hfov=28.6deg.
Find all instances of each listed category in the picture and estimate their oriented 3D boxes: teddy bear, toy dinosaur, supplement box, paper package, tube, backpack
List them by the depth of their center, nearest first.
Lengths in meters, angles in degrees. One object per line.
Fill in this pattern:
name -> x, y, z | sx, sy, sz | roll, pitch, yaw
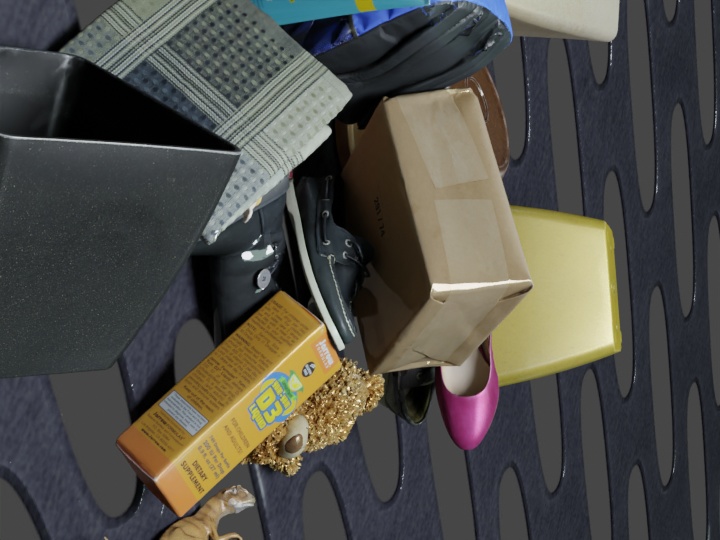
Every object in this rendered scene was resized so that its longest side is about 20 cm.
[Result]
tube -> -0.028, -0.239, 1.174 | 0.050, 0.198, 0.079 | 13, 74, -59
supplement box -> -0.111, 0.113, 1.220 | 0.200, 0.069, 0.067 | -44, 141, -18
toy dinosaur -> -0.164, 0.254, 1.257 | 0.199, 0.060, 0.107 | -25, 94, -58
backpack -> 0.025, -0.243, 1.264 | 0.162, 0.198, 0.170 | 11, 65, -59
paper package -> 0.058, -0.031, 1.305 | 0.102, 0.191, 0.202 | -5, 65, -21
teddy bear -> -0.045, 0.143, 1.351 | 0.144, 0.067, 0.200 | -36, 161, 8

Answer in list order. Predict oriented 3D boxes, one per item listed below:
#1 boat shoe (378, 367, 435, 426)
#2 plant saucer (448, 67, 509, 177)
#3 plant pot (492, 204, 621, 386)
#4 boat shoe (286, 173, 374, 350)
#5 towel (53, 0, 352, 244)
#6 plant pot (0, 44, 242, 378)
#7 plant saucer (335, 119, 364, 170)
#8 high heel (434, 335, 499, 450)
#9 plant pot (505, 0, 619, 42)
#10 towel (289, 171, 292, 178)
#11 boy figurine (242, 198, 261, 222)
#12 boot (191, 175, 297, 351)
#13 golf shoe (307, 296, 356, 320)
boat shoe -> 0.060, 0.090, 1.469 | 0.073, 0.065, 0.201 | -37, 154, -25
plant saucer -> 0.109, -0.173, 1.469 | 0.200, 0.034, 0.202 | 48, 32, -43
plant pot -> 0.190, 0.026, 1.535 | 0.200, 0.174, 0.203 | 13, 73, -77
boat shoe -> -0.021, -0.016, 1.285 | 0.201, 0.065, 0.075 | -107, 178, -47
towel -> -0.127, -0.141, 1.116 | 0.200, 0.192, 0.035 | -47, 178, -33
plant pot -> -0.233, -0.039, 0.944 | 0.198, 0.199, 0.179 | -1, 116, -49
plant saucer -> 0.042, -0.165, 1.477 | 0.199, 0.032, 0.203 | -19, 113, -55
high heel -> 0.103, 0.071, 1.388 | 0.096, 0.066, 0.203 | 48, 48, -73
plant pot -> 0.139, -0.343, 1.452 | 0.176, 0.198, 0.203 | -8, 105, -44
towel -> -0.118, -0.154, 1.245 | 0.199, 0.023, 0.146 | 1, 95, -58
boy figurine -> -0.116, -0.101, 1.157 | 0.200, 0.064, 0.125 | -40, 102, -34
boot -> -0.125, 0.020, 1.245 | 0.164, 0.065, 0.202 | -24, 132, -31
golf shoe -> 0.000, 0.000, 1.433 | 0.199, 0.076, 0.089 | -27, 102, -56
